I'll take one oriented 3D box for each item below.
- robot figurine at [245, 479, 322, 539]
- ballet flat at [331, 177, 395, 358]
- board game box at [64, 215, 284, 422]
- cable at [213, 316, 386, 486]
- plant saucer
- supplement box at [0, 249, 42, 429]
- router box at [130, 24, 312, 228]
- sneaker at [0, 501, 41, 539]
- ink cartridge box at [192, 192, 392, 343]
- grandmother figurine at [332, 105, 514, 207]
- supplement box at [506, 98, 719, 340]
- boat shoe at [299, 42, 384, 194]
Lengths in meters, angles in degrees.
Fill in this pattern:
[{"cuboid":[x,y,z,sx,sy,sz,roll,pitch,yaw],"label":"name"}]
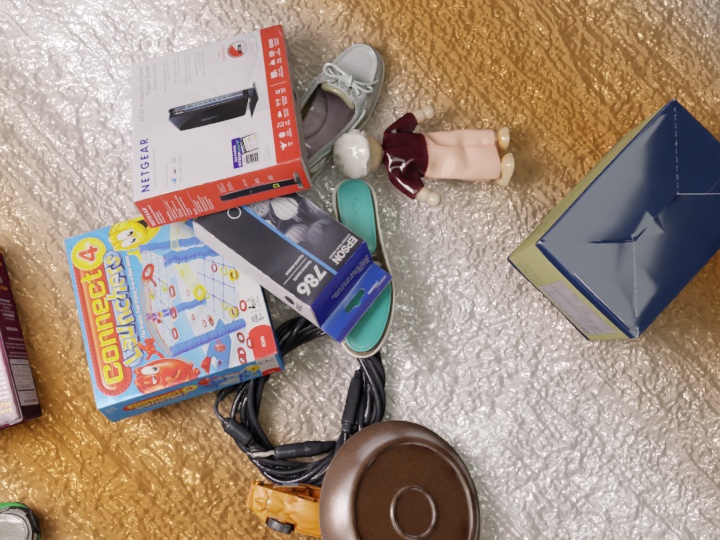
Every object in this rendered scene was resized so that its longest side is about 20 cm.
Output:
[{"cuboid":[-0.036,0.299,1.122,0.198,0.058,0.147,18,85,-7],"label":"robot figurine"},{"cuboid":[0.000,0.000,1.141,0.068,0.070,0.203,-4,75,-2],"label":"ballet flat"},{"cuboid":[-0.201,0.035,1.117,0.194,0.056,0.202,-17,69,-3],"label":"board game box"},{"cuboid":[-0.051,0.138,1.144,0.200,0.051,0.163,-42,88,-5],"label":"cable"},{"cuboid":[0.051,0.258,1.102,0.198,0.032,0.203,9,70,-25],"label":"plant saucer"},{"cuboid":[-0.428,0.078,1.121,0.109,0.086,0.202,-15,86,-3],"label":"supplement box"},{"cuboid":[-0.152,-0.156,1.108,0.177,0.049,0.202,-14,55,4],"label":"router box"},{"cuboid":[-0.432,0.313,1.104,0.198,0.085,0.079,-28,87,-4],"label":"sneaker"},{"cuboid":[-0.069,-0.022,1.087,0.199,0.039,0.100,35,68,10],"label":"ink cartridge box"},{"cuboid":[0.067,-0.123,1.142,0.197,0.061,0.122,1,55,-13],"label":"grandmother figurine"},{"cuboid":[0.280,-0.043,1.091,0.134,0.200,0.200,44,86,2],"label":"supplement box"},{"cuboid":[-0.037,-0.173,1.156,0.074,0.065,0.203,36,77,1],"label":"boat shoe"}]
